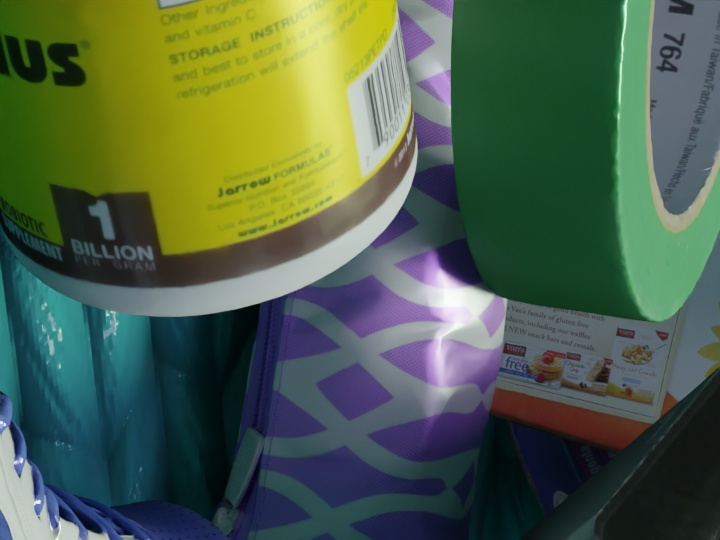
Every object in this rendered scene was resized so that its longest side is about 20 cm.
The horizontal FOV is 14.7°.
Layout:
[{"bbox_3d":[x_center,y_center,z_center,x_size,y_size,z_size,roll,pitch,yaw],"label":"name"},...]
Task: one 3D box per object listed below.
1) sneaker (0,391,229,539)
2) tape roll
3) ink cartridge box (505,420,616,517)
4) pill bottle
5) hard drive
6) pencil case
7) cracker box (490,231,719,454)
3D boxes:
[{"bbox_3d":[-0.093,0.068,0.673,0.199,0.080,0.116,-15,115,-56],"label":"sneaker"},{"bbox_3d":[0.077,-0.088,0.790,0.200,0.048,0.202,10,90,-72],"label":"tape roll"},{"bbox_3d":[0.147,0.143,1.037,0.200,0.043,0.197,20,43,-61],"label":"ink cartridge box"},{"bbox_3d":[-0.052,-0.097,0.655,0.109,0.109,0.201,-46,137,-42],"label":"pill bottle"},{"bbox_3d":[0.030,0.117,0.805,0.200,0.033,0.139,-44,177,28],"label":"hard drive"},{"bbox_3d":[0.000,0.000,0.815,0.085,0.084,0.202,5,96,-26],"label":"pencil case"},{"bbox_3d":[0.121,-0.033,0.934,0.058,0.133,0.201,21,86,-71],"label":"cracker box"}]
